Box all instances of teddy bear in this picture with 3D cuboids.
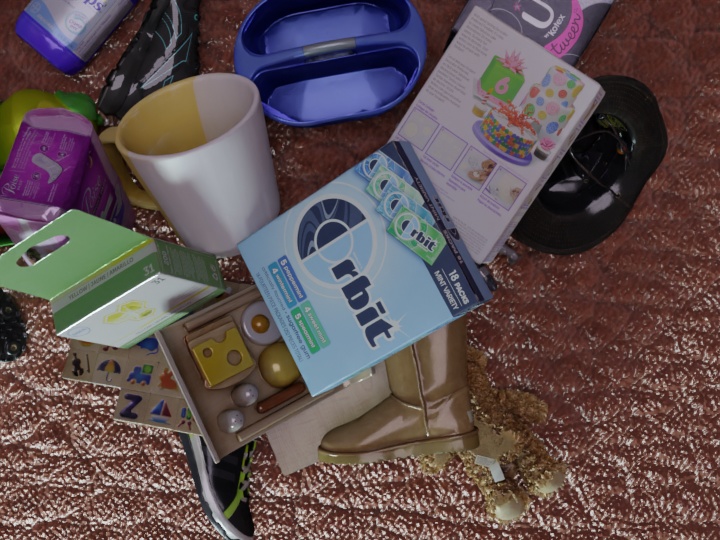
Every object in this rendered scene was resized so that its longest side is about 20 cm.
[{"bbox_3d":[0.134,0.175,1.151,0.200,0.067,0.145,36,105,-2],"label":"teddy bear"}]

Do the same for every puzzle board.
[{"bbox_3d":[-0.053,0.100,1.172,0.150,0.017,0.201,-23,89,2],"label":"puzzle board"}]

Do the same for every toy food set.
[{"bbox_3d":[-0.095,0.086,1.102,0.199,0.060,0.144,-26,90,-29],"label":"toy food set"}]

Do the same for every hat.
[{"bbox_3d":[0.217,-0.121,1.127,0.200,0.081,0.201,-14,126,-20],"label":"hat"}]

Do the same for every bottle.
[{"bbox_3d":[-0.276,-0.306,1.148,0.083,0.065,0.200,40,90,2],"label":"bottle"}]

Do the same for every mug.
[{"bbox_3d":[-0.162,-0.105,1.114,0.149,0.186,0.154,-34,131,-18],"label":"mug"}]

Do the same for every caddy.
[{"bbox_3d":[-0.031,-0.223,1.125,0.199,0.105,0.142,-11,89,1],"label":"caddy"}]

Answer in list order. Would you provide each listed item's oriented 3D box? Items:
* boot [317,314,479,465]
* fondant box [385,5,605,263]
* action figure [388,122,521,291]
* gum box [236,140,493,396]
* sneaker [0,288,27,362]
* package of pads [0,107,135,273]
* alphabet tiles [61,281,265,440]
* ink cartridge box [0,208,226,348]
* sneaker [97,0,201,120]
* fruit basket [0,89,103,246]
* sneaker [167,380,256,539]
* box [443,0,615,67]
[{"bbox_3d":[0.030,0.086,1.092,0.174,0.066,0.201,-9,90,5],"label":"boot"},{"bbox_3d":[0.118,-0.127,1.036,0.144,0.058,0.200,36,103,15],"label":"fondant box"},{"bbox_3d":[0.100,-0.077,1.130,0.200,0.105,0.194,-32,99,1],"label":"action figure"},{"bbox_3d":[0.000,0.000,1.034,0.200,0.045,0.170,-32,81,26],"label":"gum box"},{"bbox_3d":[-0.443,0.027,1.159,0.200,0.072,0.072,40,64,-12],"label":"sneaker"},{"bbox_3d":[-0.287,-0.058,1.071,0.075,0.200,0.121,9,65,6],"label":"package of pads"},{"bbox_3d":[-0.209,0.082,1.143,0.199,0.008,0.168,8,71,8],"label":"alphabet tiles"},{"bbox_3d":[-0.247,0.014,1.039,0.145,0.200,0.048,-29,66,23],"label":"ink cartridge box"},{"bbox_3d":[-0.204,-0.242,1.156,0.079,0.075,0.201,29,92,-19],"label":"sneaker"},{"bbox_3d":[-0.377,-0.126,1.119,0.215,0.155,0.217,2,97,17],"label":"fruit basket"},{"bbox_3d":[-0.138,0.190,1.143,0.082,0.072,0.201,-20,90,2],"label":"sneaker"},{"bbox_3d":[0.194,-0.288,1.119,0.132,0.115,0.200,32,91,1],"label":"box"}]
